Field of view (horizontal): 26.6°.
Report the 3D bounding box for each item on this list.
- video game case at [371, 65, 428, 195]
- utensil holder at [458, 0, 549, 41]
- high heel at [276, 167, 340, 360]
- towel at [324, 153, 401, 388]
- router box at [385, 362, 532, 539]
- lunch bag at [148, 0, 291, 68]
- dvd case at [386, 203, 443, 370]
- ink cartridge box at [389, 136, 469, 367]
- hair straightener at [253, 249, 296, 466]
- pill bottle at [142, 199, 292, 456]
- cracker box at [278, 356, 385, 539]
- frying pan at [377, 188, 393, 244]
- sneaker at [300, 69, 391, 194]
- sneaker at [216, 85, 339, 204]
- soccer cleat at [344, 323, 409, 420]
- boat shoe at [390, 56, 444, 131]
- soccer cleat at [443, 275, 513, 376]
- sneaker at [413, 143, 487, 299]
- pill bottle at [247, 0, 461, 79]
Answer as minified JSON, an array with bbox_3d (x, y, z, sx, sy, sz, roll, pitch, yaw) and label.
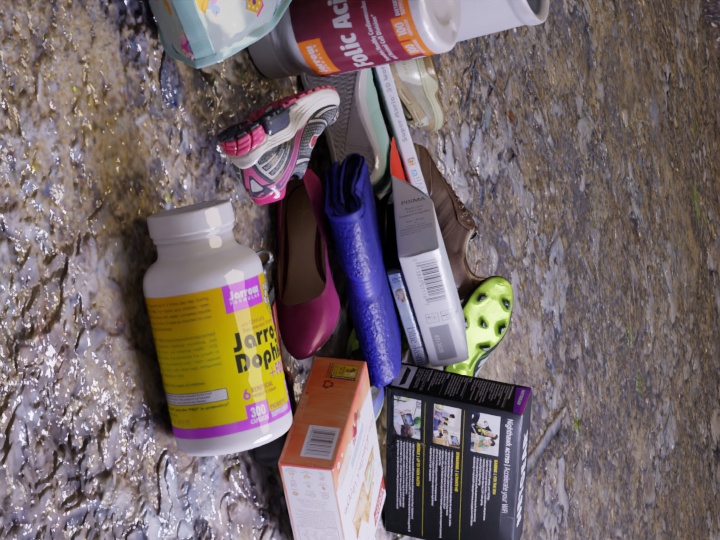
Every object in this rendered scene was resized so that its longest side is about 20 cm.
[{"bbox_3d":[0.028,-0.187,1.709,0.143,0.018,0.202,-120,-169,-67],"label":"video game case"},{"bbox_3d":[0.101,-0.350,1.770,0.170,0.197,0.172,-10,90,-69],"label":"utensil holder"},{"bbox_3d":[-0.064,-0.012,1.484,0.097,0.067,0.202,62,19,-44],"label":"high heel"},{"bbox_3d":[0.000,0.000,1.539,0.148,0.049,0.202,-85,163,-63],"label":"towel"},{"bbox_3d":[0.102,0.204,1.616,0.051,0.147,0.202,-58,154,-53],"label":"router box"},{"bbox_3d":[-0.140,-0.283,1.330,0.201,0.120,0.172,-64,141,-59],"label":"lunch bag"},{"bbox_3d":[0.060,0.045,1.649,0.143,0.017,0.202,-87,162,-59],"label":"dvd case"},{"bbox_3d":[0.073,-0.025,1.611,0.201,0.047,0.161,-91,166,-48],"label":"ink cartridge box"},{"bbox_3d":[-0.090,0.082,1.417,0.077,0.040,0.203,-4,92,-65],"label":"hair straightener"},{"bbox_3d":[-0.125,0.047,1.283,0.104,0.103,0.203,-28,108,-64],"label":"pill bottle"},{"bbox_3d":[-0.023,0.201,1.459,0.135,0.057,0.202,-72,162,-44],"label":"cracker box"},{"bbox_3d":[0.048,-0.012,1.767,0.191,0.030,0.116,70,24,-45],"label":"frying pan"},{"bbox_3d":[-0.012,-0.177,1.650,0.118,0.073,0.203,32,46,-76],"label":"sneaker"},{"bbox_3d":[-0.074,-0.124,1.469,0.200,0.080,0.075,-44,115,-58],"label":"sneaker"},{"bbox_3d":[0.008,0.111,1.630,0.200,0.064,0.085,-58,164,-61],"label":"soccer cleat"},{"bbox_3d":[0.061,-0.214,1.809,0.201,0.062,0.074,67,8,-79],"label":"boat shoe"},{"bbox_3d":[0.120,0.090,1.774,0.081,0.067,0.202,-112,-140,-65],"label":"soccer cleat"},{"bbox_3d":[0.098,-0.057,1.796,0.071,0.074,0.203,108,-25,-67],"label":"sneaker"},{"bbox_3d":[-0.010,-0.255,1.508,0.114,0.198,0.116,31,55,-59],"label":"pill bottle"}]
